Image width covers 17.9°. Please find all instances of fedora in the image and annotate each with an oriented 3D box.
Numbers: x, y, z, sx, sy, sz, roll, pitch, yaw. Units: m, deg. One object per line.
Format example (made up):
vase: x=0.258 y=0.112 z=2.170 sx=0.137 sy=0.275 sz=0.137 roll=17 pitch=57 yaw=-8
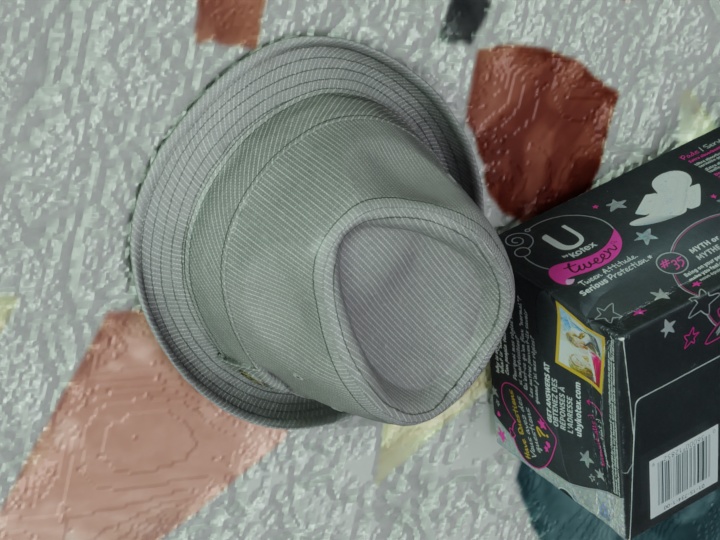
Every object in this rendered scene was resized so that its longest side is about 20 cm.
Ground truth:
fedora: x=0.000 y=0.000 z=1.029 sx=0.177 sy=0.090 sz=0.200 roll=-46 pitch=133 yaw=-11

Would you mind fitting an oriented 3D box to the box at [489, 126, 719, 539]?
box: x=0.172 y=0.023 z=1.169 sx=0.199 sy=0.115 sz=0.133 roll=-25 pitch=128 yaw=-26
